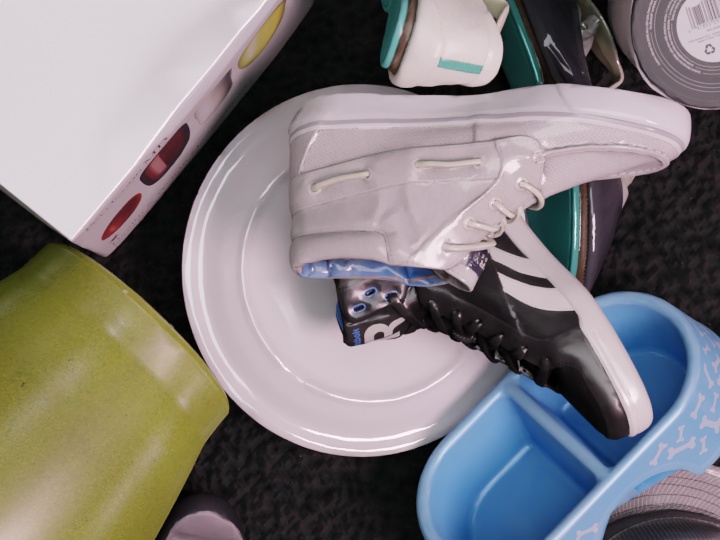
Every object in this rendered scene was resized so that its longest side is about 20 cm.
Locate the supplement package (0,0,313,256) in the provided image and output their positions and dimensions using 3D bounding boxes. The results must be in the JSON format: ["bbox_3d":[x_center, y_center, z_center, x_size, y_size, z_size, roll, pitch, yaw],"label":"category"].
[{"bbox_3d":[-0.133,-0.126,1.029,0.147,0.200,0.191,39,88,-1],"label":"supplement package"}]

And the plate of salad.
[{"bbox_3d":[0.000,0.000,1.107,0.199,0.048,0.201,0,89,-14],"label":"plate of salad"}]

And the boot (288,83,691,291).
[{"bbox_3d":[0.062,-0.034,0.997,0.199,0.074,0.096,-1,71,12],"label":"boot"}]

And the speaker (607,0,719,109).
[{"bbox_3d":[0.169,-0.130,1.039,0.081,0.200,0.082,1,99,4],"label":"speaker"}]

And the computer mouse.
[{"bbox_3d":[-0.106,0.217,1.109,0.058,0.034,0.201,15,93,-19],"label":"computer mouse"}]

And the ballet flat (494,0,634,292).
[{"bbox_3d":[0.117,-0.085,1.105,0.073,0.073,0.201,-13,82,-3],"label":"ballet flat"}]

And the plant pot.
[{"bbox_3d":[-0.175,0.096,1.039,0.200,0.200,0.193,42,75,-1],"label":"plant pot"}]

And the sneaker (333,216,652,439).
[{"bbox_3d":[0.051,0.027,1.043,0.112,0.073,0.200,-33,70,-9],"label":"sneaker"}]

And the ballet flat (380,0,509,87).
[{"bbox_3d":[0.043,-0.147,1.055,0.069,0.200,0.070,0,122,0],"label":"ballet flat"}]

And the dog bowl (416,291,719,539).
[{"bbox_3d":[0.111,0.093,1.079,0.200,0.050,0.111,-45,52,-3],"label":"dog bowl"}]

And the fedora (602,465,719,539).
[{"bbox_3d":[0.172,0.204,1.086,0.176,0.090,0.201,0,88,-3],"label":"fedora"}]
